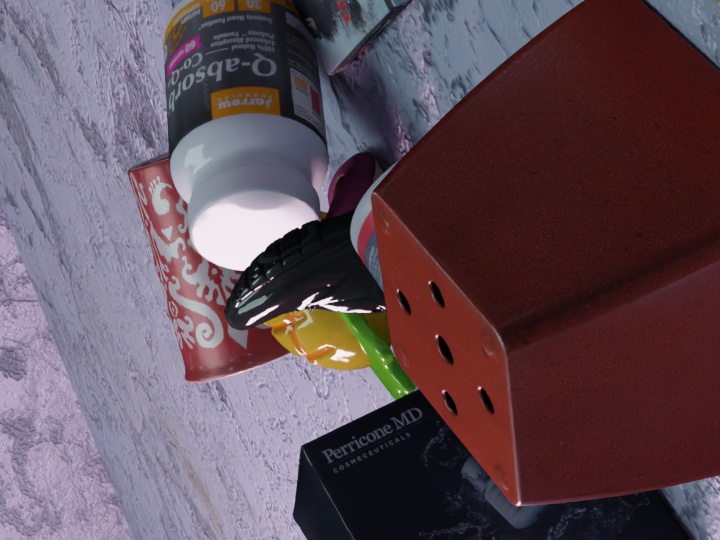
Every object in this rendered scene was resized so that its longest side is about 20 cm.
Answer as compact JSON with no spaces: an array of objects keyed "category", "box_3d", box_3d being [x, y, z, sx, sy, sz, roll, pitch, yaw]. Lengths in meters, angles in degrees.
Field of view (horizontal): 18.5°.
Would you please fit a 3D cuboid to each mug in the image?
[{"category":"mug","box_3d":[-0.136,-0.015,2.019,0.177,0.133,0.200,4,115,70]}]

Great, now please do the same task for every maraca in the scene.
[{"category":"maraca","box_3d":[-0.017,0.031,1.751,0.200,0.107,0.137,50,176,22]}]

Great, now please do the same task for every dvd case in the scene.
[{"category":"dvd case","box_3d":[-0.024,-0.225,1.543,0.146,0.022,0.200,64,163,1]}]

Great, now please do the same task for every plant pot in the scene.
[{"category":"plant pot","box_3d":[0.117,0.005,1.163,0.200,0.176,0.200,50,158,40]}]

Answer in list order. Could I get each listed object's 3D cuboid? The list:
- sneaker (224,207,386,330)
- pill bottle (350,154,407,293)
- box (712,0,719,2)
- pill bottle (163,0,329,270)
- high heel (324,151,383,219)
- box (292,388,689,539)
[{"category":"sneaker","box_3d":[0.000,0.000,1.514,0.091,0.200,0.076,59,-166,-15]},{"category":"pill bottle","box_3d":[0.091,0.022,1.371,0.200,0.119,0.120,56,162,26]},{"category":"box","box_3d":[0.138,-0.209,1.057,0.200,0.021,0.164,30,142,62]},{"category":"pill bottle","box_3d":[-0.083,-0.107,1.622,0.116,0.116,0.200,87,177,-53]},{"category":"high heel","box_3d":[-0.013,-0.039,1.648,0.067,0.096,0.200,68,163,-14]},{"category":"box","box_3d":[0.087,0.178,1.475,0.200,0.196,0.117,57,162,24]}]
